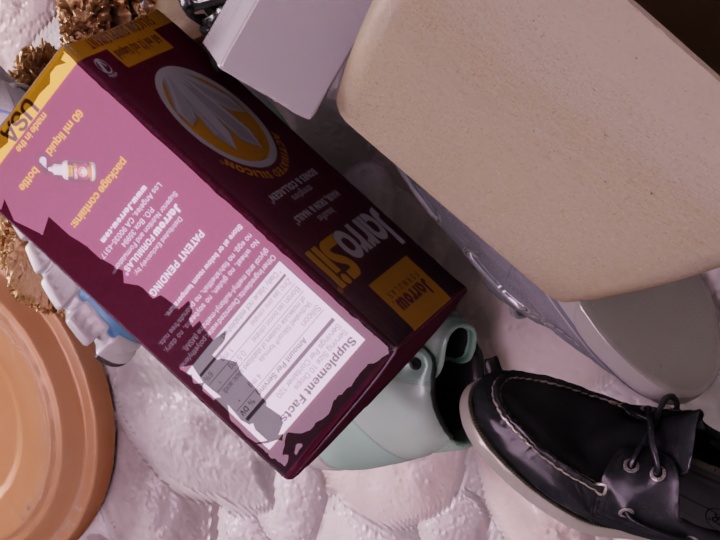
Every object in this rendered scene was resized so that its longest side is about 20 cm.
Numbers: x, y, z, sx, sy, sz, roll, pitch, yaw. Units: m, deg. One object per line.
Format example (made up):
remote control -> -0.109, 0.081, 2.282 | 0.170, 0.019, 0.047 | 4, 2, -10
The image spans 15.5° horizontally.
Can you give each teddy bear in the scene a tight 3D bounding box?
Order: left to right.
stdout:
teddy bear -> -0.124, -0.072, 1.353 | 0.144, 0.067, 0.201 | 7, 102, 22

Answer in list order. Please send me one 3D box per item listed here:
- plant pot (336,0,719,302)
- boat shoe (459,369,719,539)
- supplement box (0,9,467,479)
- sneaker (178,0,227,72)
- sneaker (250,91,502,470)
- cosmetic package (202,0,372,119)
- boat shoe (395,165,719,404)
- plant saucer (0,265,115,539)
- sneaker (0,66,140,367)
plant pot -> 0.106, -0.106, 1.086 | 0.200, 0.200, 0.177 | 40, 137, -8
boat shoe -> 0.141, 0.090, 1.177 | 0.199, 0.075, 0.066 | 33, 133, -6
supplement box -> -0.063, -0.016, 1.193 | 0.200, 0.110, 0.086 | 42, 113, 4
sneaker -> -0.078, -0.148, 1.227 | 0.199, 0.076, 0.115 | 13, 106, 24
sneaker -> 0.000, 0.000, 1.276 | 0.118, 0.074, 0.201 | -7, 111, 41
cosmetic package -> 0.006, -0.166, 1.117 | 0.051, 0.083, 0.200 | 29, 97, -15
boat shoe -> 0.087, -0.014, 1.230 | 0.201, 0.070, 0.072 | 49, 148, 5
plant saucer -> -0.225, 0.075, 1.477 | 0.200, 0.032, 0.201 | 11, 110, 31
sneaker -> -0.143, -0.057, 1.298 | 0.087, 0.075, 0.200 | -36, 88, 9
